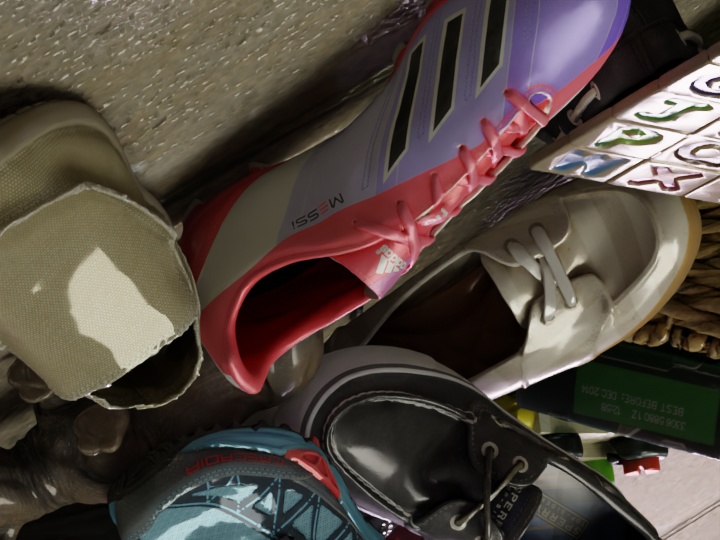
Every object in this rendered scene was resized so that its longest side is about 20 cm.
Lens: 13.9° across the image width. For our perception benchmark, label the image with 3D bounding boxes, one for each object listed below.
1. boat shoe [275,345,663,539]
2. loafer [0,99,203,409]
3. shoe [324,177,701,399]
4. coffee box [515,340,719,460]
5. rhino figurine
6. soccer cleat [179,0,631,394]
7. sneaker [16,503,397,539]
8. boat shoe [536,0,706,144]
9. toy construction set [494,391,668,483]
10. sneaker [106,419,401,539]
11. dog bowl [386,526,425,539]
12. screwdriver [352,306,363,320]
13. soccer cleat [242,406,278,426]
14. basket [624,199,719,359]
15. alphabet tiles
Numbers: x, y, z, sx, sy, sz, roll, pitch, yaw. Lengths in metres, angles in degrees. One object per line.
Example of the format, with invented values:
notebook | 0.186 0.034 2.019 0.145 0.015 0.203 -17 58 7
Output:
boat shoe | 0.053 0.092 1.202 0.200 0.066 0.070 33 89 -38
loafer | -0.090 0.001 0.960 0.076 0.068 0.200 -35 164 7
shoe | 0.054 0.022 1.226 0.200 0.070 0.053 -32 179 28
coffee box | 0.182 0.056 1.343 0.200 0.123 0.044 3 98 -47
rhino figurine | -0.098 0.058 1.134 0.200 0.060 0.087 -32 161 2
soccer cleat | 0.019 -0.035 1.031 0.200 0.076 0.067 -36 136 19
sneaker | -0.074 0.103 1.229 0.200 0.091 0.076 -15 163 -18
boat shoe | 0.101 -0.070 1.138 0.074 0.060 0.200 -32 164 -4
toy construction set | 0.067 0.071 1.408 0.131 0.092 0.200 -17 180 43
sneaker | -0.017 0.132 1.137 0.079 0.096 0.200 -37 133 15
dog bowl | 0.031 0.142 1.456 0.200 0.074 0.200 -5 -167 1
screwdriver | 0.000 0.000 1.234 0.029 0.028 0.200 -61 173 -7
soccer cleat | -0.104 0.131 1.305 0.200 0.078 0.069 -37 164 15
basket | 0.174 -0.041 1.317 0.200 0.143 0.149 -5 105 -66
alphabet tiles | 0.187 -0.045 1.077 0.200 0.008 0.167 10 162 -22
